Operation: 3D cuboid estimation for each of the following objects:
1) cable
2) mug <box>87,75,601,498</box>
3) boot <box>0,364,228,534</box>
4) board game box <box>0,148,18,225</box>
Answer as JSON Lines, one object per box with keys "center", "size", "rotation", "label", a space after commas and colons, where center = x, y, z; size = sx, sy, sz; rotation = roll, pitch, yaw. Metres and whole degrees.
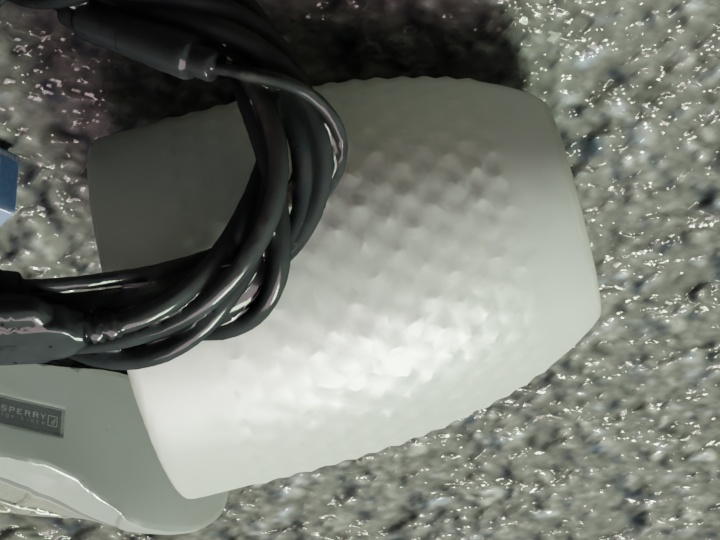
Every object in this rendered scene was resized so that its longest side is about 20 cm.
{"center": [-0.105, -0.046, 0.756], "size": [0.200, 0.163, 0.051], "rotation": [-5, 163, 2], "label": "cable"}
{"center": [0.000, 0.000, 0.860], "size": [0.175, 0.148, 0.200], "rotation": [-15, 174, 2], "label": "mug"}
{"center": [-0.165, 0.082, 1.012], "size": [0.200, 0.074, 0.096], "rotation": [25, 151, -34], "label": "boot"}
{"center": [-0.259, -0.013, 0.886], "size": [0.151, 0.037, 0.200], "rotation": [24, 135, -32], "label": "board game box"}
